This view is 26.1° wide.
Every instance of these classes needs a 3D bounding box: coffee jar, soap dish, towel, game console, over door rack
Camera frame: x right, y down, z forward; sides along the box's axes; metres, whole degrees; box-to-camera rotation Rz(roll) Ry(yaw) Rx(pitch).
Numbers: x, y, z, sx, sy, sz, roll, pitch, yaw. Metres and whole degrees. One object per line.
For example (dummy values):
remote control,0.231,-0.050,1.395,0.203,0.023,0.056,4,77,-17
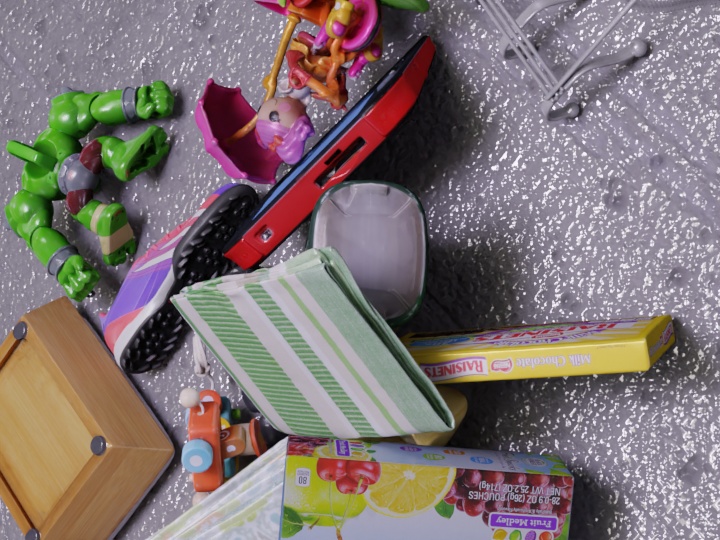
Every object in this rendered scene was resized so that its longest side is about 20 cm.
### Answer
coffee jar,0.000,0.000,1.153,0.085,0.200,0.105,2,83,-4
soap dish,-0.270,0.145,1.386,0.158,0.081,0.200,-51,59,18
towel,-0.038,0.057,1.080,0.199,0.023,0.153,-13,118,53
towel,-0.058,0.243,1.146,0.171,0.048,0.201,-34,104,2
game console,-0.023,-0.094,1.207,0.031,0.177,0.200,43,113,-11
over door rack,0.164,-0.230,1.134,0.148,0.066,0.200,58,135,27

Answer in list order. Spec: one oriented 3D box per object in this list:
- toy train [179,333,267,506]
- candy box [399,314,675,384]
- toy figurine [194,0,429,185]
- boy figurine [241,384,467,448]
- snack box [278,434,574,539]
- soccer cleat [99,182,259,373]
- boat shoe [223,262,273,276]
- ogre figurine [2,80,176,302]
toy train,-0.105,0.131,1.222,0.055,0.200,0.151,-4,112,-1
candy box,0.112,0.056,1.087,0.198,0.102,0.027,-5,98,21
toy figurine,-0.052,-0.152,1.224,0.200,0.149,0.185,29,98,48
boy figurine,0.002,0.111,1.186,0.199,0.064,0.125,7,129,46
snack box,0.040,0.210,1.082,0.198,0.068,0.170,6,97,-2
soccer cleat,-0.162,-0.005,1.345,0.201,0.068,0.073,-55,53,19
boat shoe,-0.102,0.028,1.243,0.200,0.067,0.073,174,90,-72
ogre figurine,-0.251,-0.087,1.402,0.119,0.098,0.202,23,107,24
